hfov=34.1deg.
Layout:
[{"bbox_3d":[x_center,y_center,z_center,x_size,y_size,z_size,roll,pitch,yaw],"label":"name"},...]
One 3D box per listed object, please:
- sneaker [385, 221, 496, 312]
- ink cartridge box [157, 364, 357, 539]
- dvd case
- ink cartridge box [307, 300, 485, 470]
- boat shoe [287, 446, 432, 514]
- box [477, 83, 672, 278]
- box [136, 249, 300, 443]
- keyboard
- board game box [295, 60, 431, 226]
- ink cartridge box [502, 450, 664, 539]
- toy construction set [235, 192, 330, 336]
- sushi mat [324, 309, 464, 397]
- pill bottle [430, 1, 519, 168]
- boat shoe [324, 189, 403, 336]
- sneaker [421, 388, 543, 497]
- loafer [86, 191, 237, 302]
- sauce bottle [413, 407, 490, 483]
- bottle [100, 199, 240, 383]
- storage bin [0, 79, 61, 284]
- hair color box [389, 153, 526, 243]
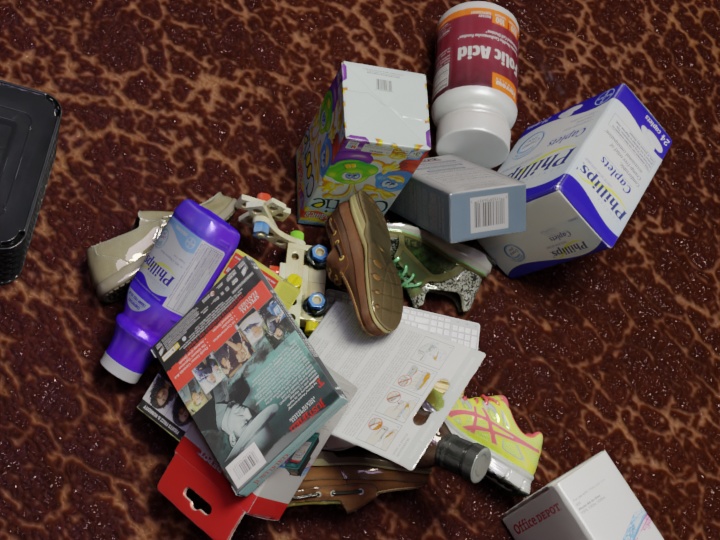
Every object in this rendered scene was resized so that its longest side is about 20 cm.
[{"bbox_3d":[0.067,-0.002,1.420,0.198,0.077,0.090,17,81,-14],"label":"sneaker"},{"bbox_3d":[-0.107,0.171,1.200,0.116,0.067,0.201,32,90,33],"label":"ink cartridge box"},{"bbox_3d":[-0.116,0.103,1.176,0.146,0.022,0.200,-44,56,9],"label":"dvd case"},{"bbox_3d":[0.016,0.127,1.256,0.199,0.050,0.163,20,57,29],"label":"ink cartridge box"},{"bbox_3d":[-0.016,0.229,1.285,0.198,0.072,0.069,9,91,-23],"label":"boat shoe"},{"bbox_3d":[0.256,-0.109,1.460,0.105,0.183,0.201,46,57,-16],"label":"box"},{"bbox_3d":[-0.150,0.083,1.248,0.075,0.050,0.201,33,88,26],"label":"box"},{"bbox_3d":[0.050,0.070,1.411,0.198,0.011,0.057,13,62,-13],"label":"keyboard"},{"bbox_3d":[-0.002,-0.140,1.384,0.104,0.200,0.104,6,63,-17],"label":"board game box"},{"bbox_3d":[0.263,0.318,1.286,0.087,0.145,0.201,-27,76,-29],"label":"ink cartridge box"},{"bbox_3d":[-0.101,0.015,1.338,0.130,0.092,0.202,7,75,-7],"label":"toy construction set"},{"bbox_3d":[0.033,0.113,1.378,0.198,0.012,0.097,17,68,-10],"label":"sushi mat"},{"bbox_3d":[0.150,-0.241,1.538,0.113,0.114,0.202,12,62,-13],"label":"pill bottle"},{"bbox_3d":[0.000,-0.001,1.313,0.072,0.067,0.201,44,26,-41],"label":"boat shoe"},{"bbox_3d":[0.127,0.172,1.345,0.199,0.078,0.091,38,71,-12],"label":"sneaker"},{"bbox_3d":[-0.226,-0.041,1.331,0.199,0.076,0.069,-34,85,-29],"label":"loafer"},{"bbox_3d":[0.048,0.176,1.271,0.199,0.065,0.065,21,52,35],"label":"sauce bottle"},{"bbox_3d":[-0.210,0.025,1.261,0.065,0.083,0.201,29,95,-45],"label":"bottle"},{"bbox_3d":[-0.416,-0.103,1.285,0.134,0.094,0.202,15,60,-12],"label":"storage bin"},{"bbox_3d":[0.109,-0.089,1.403,0.098,0.200,0.061,-9,108,-19],"label":"hair color box"}]
